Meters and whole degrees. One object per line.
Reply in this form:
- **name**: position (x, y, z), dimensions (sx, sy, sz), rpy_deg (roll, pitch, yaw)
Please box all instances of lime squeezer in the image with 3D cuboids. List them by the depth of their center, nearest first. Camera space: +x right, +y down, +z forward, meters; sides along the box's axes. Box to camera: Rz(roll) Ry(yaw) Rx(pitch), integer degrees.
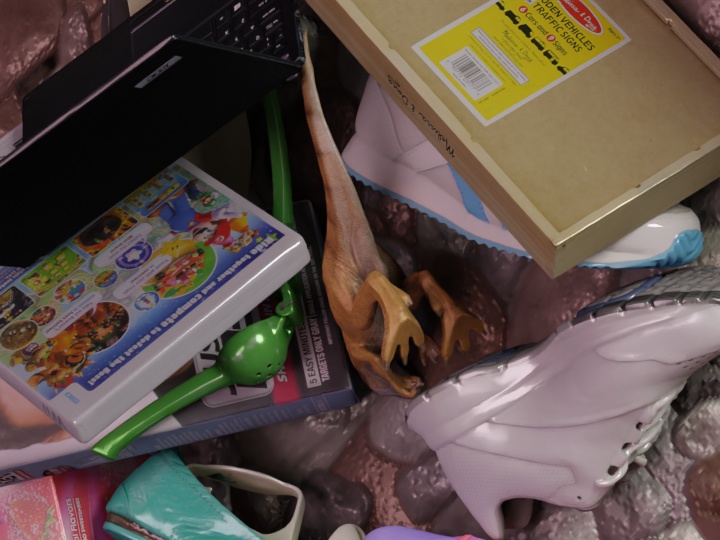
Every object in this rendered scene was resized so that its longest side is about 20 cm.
- **lime squeezer**: position (-0.057, 0.011, 1.330), dimensions (0.070, 0.038, 0.201), rpy_deg (18, 81, 39)

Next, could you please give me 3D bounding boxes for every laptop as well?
- **laptop**: position (-0.124, -0.091, 1.271), dimensions (0.177, 0.103, 0.200), rpy_deg (-33, 38, 21)

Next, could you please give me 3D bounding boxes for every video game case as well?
- **video game case**: position (-0.137, -0.008, 1.324), dimensions (0.200, 0.143, 0.018), rpy_deg (33, 154, 43)

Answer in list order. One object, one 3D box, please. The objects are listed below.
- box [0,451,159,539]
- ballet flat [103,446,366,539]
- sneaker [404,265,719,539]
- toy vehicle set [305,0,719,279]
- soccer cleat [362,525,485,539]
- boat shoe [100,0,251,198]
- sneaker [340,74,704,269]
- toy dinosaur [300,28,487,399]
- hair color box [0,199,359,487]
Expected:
- **box**: position (-0.170, 0.082, 1.463), dimensions (0.095, 0.102, 0.201), rpy_deg (-21, 76, 38)
- **ballet flat**: position (-0.036, 0.147, 1.371), dimensions (0.200, 0.067, 0.071), rpy_deg (29, 79, 19)
- **sneaker**: position (0.112, 0.059, 1.261), dimensions (0.200, 0.074, 0.087), rpy_deg (-31, 84, 42)
- **toy vehicle set**: position (0.077, -0.100, 1.248), dimensions (0.200, 0.124, 0.027), rpy_deg (50, 159, 27)
- **soccer cleat**: position (0.086, 0.159, 1.278), dimensions (0.200, 0.067, 0.077), rpy_deg (29, 103, 33)
- **boat shoe**: position (-0.099, -0.089, 1.430), dimensions (0.063, 0.073, 0.202), rpy_deg (-137, 46, -71)
- **sneaker**: position (0.076, -0.055, 1.275), dimensions (0.200, 0.076, 0.081), rpy_deg (25, 105, 35)
- **toy dinosaur**: position (0.000, 0.000, 1.284), dimensions (0.106, 0.060, 0.200), rpy_deg (33, 144, 42)
- **hair color box**: position (-0.109, 0.038, 1.370), dimensions (0.199, 0.061, 0.099), rpy_deg (-13, 80, 2)
